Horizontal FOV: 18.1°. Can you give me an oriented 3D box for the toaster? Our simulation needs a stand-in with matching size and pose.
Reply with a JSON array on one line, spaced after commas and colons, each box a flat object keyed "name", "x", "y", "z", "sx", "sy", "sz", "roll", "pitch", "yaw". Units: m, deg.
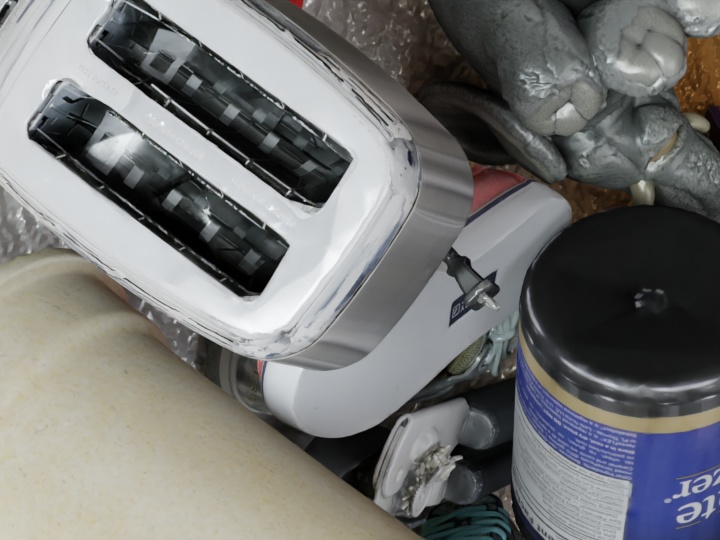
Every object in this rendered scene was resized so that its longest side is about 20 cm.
[{"name": "toaster", "x": -0.045, "y": -0.037, "z": 0.786, "sx": 0.114, "sy": 0.200, "sz": 0.129, "roll": -53, "pitch": 171, "yaw": 6}]

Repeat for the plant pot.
[{"name": "plant pot", "x": -0.076, "y": 0.121, "z": 0.831, "sx": 0.201, "sy": 0.183, "sz": 0.201, "roll": -49, "pitch": 155, "yaw": -32}]

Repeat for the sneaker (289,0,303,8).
[{"name": "sneaker", "x": -0.040, "y": -0.076, "z": 0.888, "sx": 0.077, "sy": 0.085, "sz": 0.201, "roll": -4, "pitch": 113, "yaw": -46}]

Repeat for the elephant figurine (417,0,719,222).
[{"name": "elephant figurine", "x": 0.094, "y": -0.086, "z": 1.000, "sx": 0.141, "sy": 0.156, "sz": 0.200, "roll": -15, "pitch": 158, "yaw": -3}]

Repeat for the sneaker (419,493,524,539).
[{"name": "sneaker", "x": 0.043, "y": 0.145, "z": 1.060, "sx": 0.200, "sy": 0.077, "sz": 0.087, "roll": 62, "pitch": 26, "yaw": -72}]

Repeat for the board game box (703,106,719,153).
[{"name": "board game box", "x": 0.198, "y": 0.037, "z": 1.137, "sx": 0.056, "sy": 0.165, "sz": 0.201, "roll": 5, "pitch": 110, "yaw": -5}]

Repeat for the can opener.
[{"name": "can opener", "x": 0.039, "y": 0.077, "z": 1.053, "sx": 0.200, "sy": 0.066, "sz": 0.053, "roll": -6, "pitch": 116, "yaw": -63}]

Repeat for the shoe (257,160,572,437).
[{"name": "shoe", "x": 0.000, "y": 0.000, "z": 0.940, "sx": 0.200, "sy": 0.091, "sz": 0.072, "roll": -31, "pitch": 140, "yaw": -47}]

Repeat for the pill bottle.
[{"name": "pill bottle", "x": 0.123, "y": 0.075, "z": 1.010, "sx": 0.112, "sy": 0.112, "sz": 0.200, "roll": -37, "pitch": 146, "yaw": -28}]

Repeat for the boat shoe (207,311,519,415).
[{"name": "boat shoe", "x": 0.024, "y": 0.029, "z": 1.021, "sx": 0.201, "sy": 0.065, "sz": 0.075, "roll": -10, "pitch": 116, "yaw": -43}]
